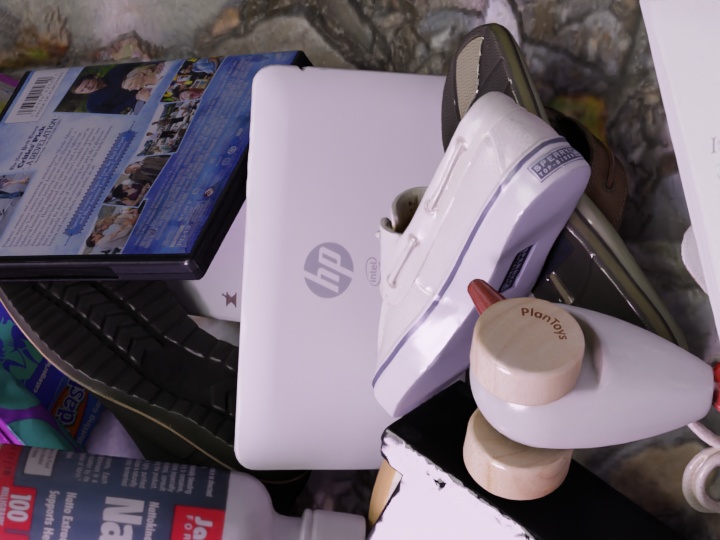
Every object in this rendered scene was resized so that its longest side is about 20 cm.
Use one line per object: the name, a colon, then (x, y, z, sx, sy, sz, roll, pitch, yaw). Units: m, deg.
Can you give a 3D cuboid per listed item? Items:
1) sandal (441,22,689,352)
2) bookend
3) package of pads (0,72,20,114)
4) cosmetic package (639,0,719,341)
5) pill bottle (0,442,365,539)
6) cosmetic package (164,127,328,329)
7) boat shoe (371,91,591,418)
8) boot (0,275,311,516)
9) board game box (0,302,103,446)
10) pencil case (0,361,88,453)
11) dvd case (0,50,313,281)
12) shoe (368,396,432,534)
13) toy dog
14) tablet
sandal: (0.103, -0.028, 1.354, 0.201, 0.057, 0.080, 60, 147, 4)
bookend: (0.066, 0.196, 1.317, 0.198, 0.092, 0.200, 34, 114, 14)
package of pads: (-0.261, -0.088, 1.583, 0.154, 0.200, 0.068, 24, 101, 39)
cosmetic package: (0.232, -0.031, 1.133, 0.164, 0.165, 0.201, -16, 79, 20)
pill bottle: (-0.101, 0.155, 1.384, 0.199, 0.120, 0.120, 6, 96, -2)
cosmetic package: (-0.067, -0.031, 1.487, 0.199, 0.081, 0.113, 4, 94, 41)
boat shoe: (0.042, -0.009, 1.333, 0.070, 0.071, 0.200, 48, 143, 18)
boot: (-0.116, 0.079, 1.479, 0.200, 0.077, 0.139, 37, 147, 17)
board game box: (-0.239, 0.067, 1.634, 0.200, 0.045, 0.153, 20, 81, 41)
pencil case: (-0.190, 0.108, 1.505, 0.200, 0.085, 0.092, 44, 160, 10)
dvd case: (-0.130, -0.052, 1.441, 0.199, 0.018, 0.143, 0, 51, 38)
shoe: (0.039, 0.160, 1.402, 0.053, 0.070, 0.201, 25, 114, 39)
toy dog: (0.125, 0.034, 1.256, 0.132, 0.199, 0.097, -57, 38, 38)
tablet: (0.000, 0.000, 1.397, 0.014, 0.130, 0.201, 7, 94, 62)
